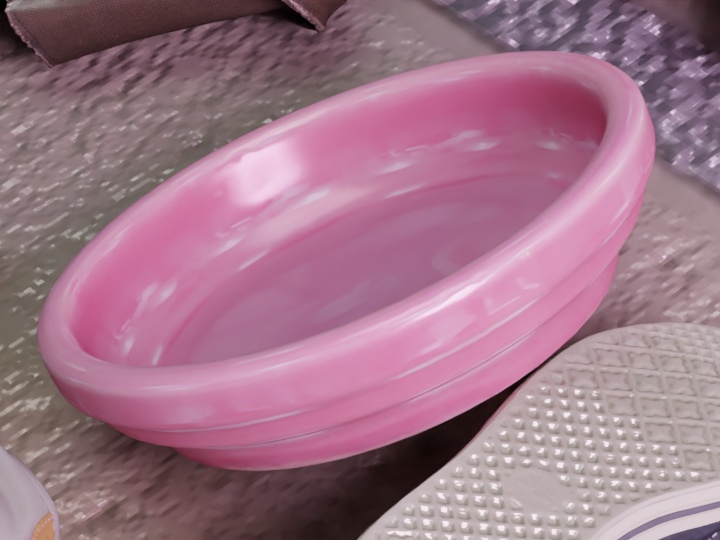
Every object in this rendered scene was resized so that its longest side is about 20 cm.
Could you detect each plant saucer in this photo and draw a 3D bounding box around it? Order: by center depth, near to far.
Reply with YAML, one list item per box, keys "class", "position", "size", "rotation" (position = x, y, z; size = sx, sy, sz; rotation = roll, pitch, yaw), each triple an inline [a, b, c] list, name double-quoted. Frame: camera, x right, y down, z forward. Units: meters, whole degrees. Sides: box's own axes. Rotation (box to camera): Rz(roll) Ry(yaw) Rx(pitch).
- class: "plant saucer"
  position: [0.000, 0.000, 0.857]
  size: [0.200, 0.051, 0.201]
  rotation: [-20, 21, 8]

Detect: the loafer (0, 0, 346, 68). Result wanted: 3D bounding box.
- class: "loafer"
  position: [-0.097, -0.105, 1.022]
  size: [0.199, 0.073, 0.071]
  rotation: [9, 81, 17]

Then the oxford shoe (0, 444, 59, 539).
- class: "oxford shoe"
  position: [-0.156, 0.053, 0.873]
  size: [0.058, 0.075, 0.200]
  rotation: [15, 15, -41]

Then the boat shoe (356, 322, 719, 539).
- class: "boat shoe"
  position: [0.061, 0.074, 0.802]
  size: [0.075, 0.062, 0.200]
  rotation: [36, 45, 24]
